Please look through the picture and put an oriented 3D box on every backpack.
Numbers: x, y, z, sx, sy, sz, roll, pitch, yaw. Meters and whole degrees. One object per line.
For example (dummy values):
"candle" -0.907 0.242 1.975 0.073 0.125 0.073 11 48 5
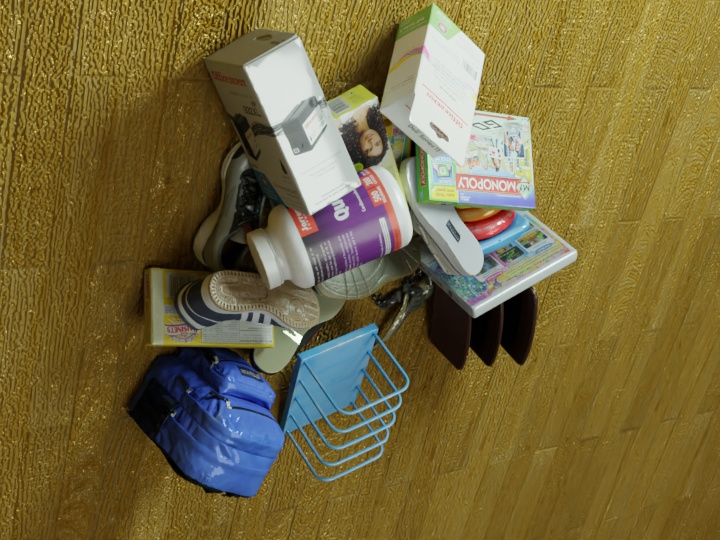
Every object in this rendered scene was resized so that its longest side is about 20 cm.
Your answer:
"backpack" -0.202 0.205 1.628 0.162 0.200 0.169 20 106 -44

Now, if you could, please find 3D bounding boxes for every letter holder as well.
"letter holder" 0.195 0.078 1.864 0.100 0.142 0.201 -30 148 -21

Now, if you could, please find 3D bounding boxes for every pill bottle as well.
"pill bottle" -0.041 -0.050 1.513 0.198 0.113 0.113 -23 132 -12

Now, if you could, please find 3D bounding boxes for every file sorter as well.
"file sorter" -0.023 0.206 1.788 0.138 0.123 0.201 -20 148 -28

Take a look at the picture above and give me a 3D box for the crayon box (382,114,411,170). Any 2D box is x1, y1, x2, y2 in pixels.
"crayon box" 0.005 -0.136 1.654 0.125 0.052 0.202 -13 124 -26

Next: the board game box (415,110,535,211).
"board game box" 0.163 -0.157 1.670 0.199 0.029 0.136 1 82 -36

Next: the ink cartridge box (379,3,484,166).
"ink cartridge box" 0.093 -0.234 1.557 0.117 0.067 0.201 37 51 -33

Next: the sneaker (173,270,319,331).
"sneaker" -0.154 0.046 1.572 0.199 0.108 0.071 14 67 -44

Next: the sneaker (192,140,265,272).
"sneaker" -0.153 -0.084 1.555 0.073 0.079 0.202 9 112 -39

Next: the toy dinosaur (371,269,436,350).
"toy dinosaur" 0.070 0.043 1.847 0.200 0.047 0.088 -49 143 5

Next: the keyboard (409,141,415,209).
"keyboard" 0.088 -0.130 1.758 0.126 0.021 0.201 16 109 -39

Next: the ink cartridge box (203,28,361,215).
"ink cartridge box" -0.097 -0.183 1.442 0.083 0.145 0.201 -31 115 -17

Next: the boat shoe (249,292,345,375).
"boat shoe" -0.090 0.068 1.727 0.074 0.063 0.202 42 74 -7

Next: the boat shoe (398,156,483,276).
"boat shoe" 0.100 -0.073 1.680 0.201 0.069 0.071 54 53 -25

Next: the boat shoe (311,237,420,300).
"boat shoe" 0.000 -0.001 1.710 0.200 0.066 0.072 -20 97 -38

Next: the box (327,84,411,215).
"box" 0.006 -0.143 1.583 0.075 0.050 0.201 -30 130 -13

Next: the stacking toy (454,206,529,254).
"stacking toy" 0.161 -0.134 1.735 0.115 0.110 0.201 -25 118 -9

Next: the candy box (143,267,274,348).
"candy box" -0.204 0.053 1.611 0.199 0.026 0.103 5 82 -40

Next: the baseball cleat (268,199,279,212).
"baseball cleat" -0.083 -0.057 1.608 0.069 0.106 0.202 -14 125 -24

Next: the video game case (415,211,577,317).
"video game case" 0.196 -0.028 1.795 0.199 0.182 0.024 -27 137 -21
